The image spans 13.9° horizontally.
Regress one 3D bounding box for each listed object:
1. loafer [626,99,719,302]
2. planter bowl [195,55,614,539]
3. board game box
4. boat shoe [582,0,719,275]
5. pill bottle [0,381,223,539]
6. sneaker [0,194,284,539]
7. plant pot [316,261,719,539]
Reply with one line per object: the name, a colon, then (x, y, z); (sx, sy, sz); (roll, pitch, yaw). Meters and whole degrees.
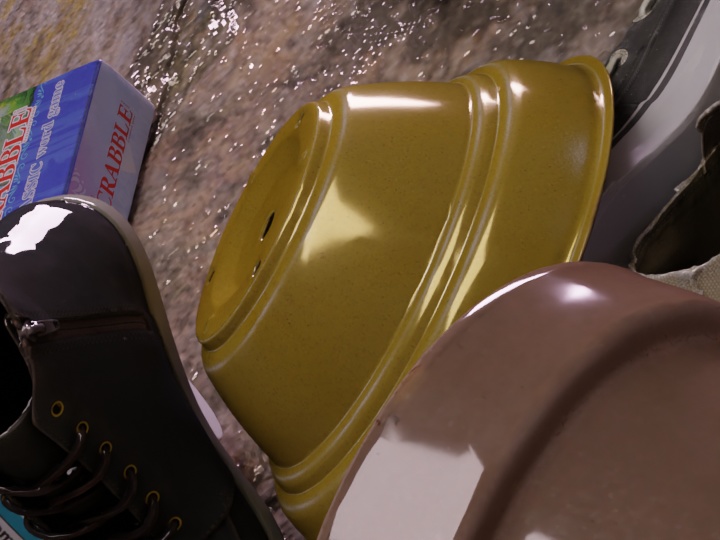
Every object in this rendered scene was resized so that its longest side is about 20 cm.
loafer: (0.154, -0.046, 0.956); (0.076, 0.068, 0.200); (11, 65, 51)
planter bowl: (0.000, 0.000, 0.994); (0.200, 0.083, 0.200); (-57, 15, 25)
board game box: (-0.192, 0.022, 1.282); (0.199, 0.041, 0.200); (-21, 43, 33)
boat shoe: (0.103, -0.036, 1.008); (0.064, 0.071, 0.200); (1, 51, 51)
pill bottle: (-0.146, 0.105, 1.093); (0.200, 0.111, 0.111); (-43, 35, 5)
sneaker: (-0.090, 0.078, 0.975); (0.075, 0.200, 0.106); (-23, 3, 21)
plant pot: (0.103, 0.114, 0.774); (0.175, 0.200, 0.200); (19, 70, 35)
